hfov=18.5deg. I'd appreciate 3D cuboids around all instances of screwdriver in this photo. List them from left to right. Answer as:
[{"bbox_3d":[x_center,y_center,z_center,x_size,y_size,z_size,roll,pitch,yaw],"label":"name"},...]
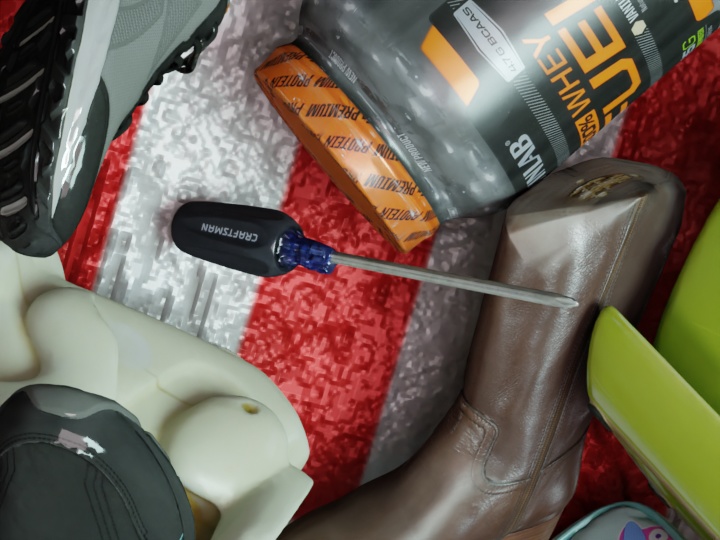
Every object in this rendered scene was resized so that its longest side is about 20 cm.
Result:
[{"bbox_3d":[0.000,0.000,0.868,0.029,0.199,0.028,-51,135,-24],"label":"screwdriver"}]

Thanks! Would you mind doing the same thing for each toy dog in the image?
[{"bbox_3d":[-0.118,0.043,0.857,0.200,0.194,0.140,41,134,-4],"label":"toy dog"}]

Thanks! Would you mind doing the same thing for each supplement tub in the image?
[{"bbox_3d":[0.062,-0.106,0.887,0.200,0.123,0.123,-41,109,-2],"label":"supplement tub"}]

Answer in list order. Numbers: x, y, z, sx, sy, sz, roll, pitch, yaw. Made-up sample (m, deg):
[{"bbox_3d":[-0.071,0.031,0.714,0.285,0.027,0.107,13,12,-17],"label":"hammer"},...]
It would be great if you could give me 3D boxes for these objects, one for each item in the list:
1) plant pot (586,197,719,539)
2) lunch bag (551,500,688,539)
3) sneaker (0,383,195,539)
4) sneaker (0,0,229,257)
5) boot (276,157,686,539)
[{"bbox_3d":[0.214,0.059,0.891,0.181,0.199,0.200,-42,153,0],"label":"plant pot"},{"bbox_3d":[0.093,0.202,0.950,0.200,0.160,0.077,-38,132,-5],"label":"lunch bag"},{"bbox_3d":[-0.101,0.130,0.752,0.075,0.079,0.201,9,124,9],"label":"sneaker"},{"bbox_3d":[-0.089,-0.091,0.840,0.079,0.074,0.201,32,57,-28],"label":"sneaker"},{"bbox_3d":[0.041,0.047,0.887,0.186,0.064,0.201,-20,141,-41],"label":"boot"}]
